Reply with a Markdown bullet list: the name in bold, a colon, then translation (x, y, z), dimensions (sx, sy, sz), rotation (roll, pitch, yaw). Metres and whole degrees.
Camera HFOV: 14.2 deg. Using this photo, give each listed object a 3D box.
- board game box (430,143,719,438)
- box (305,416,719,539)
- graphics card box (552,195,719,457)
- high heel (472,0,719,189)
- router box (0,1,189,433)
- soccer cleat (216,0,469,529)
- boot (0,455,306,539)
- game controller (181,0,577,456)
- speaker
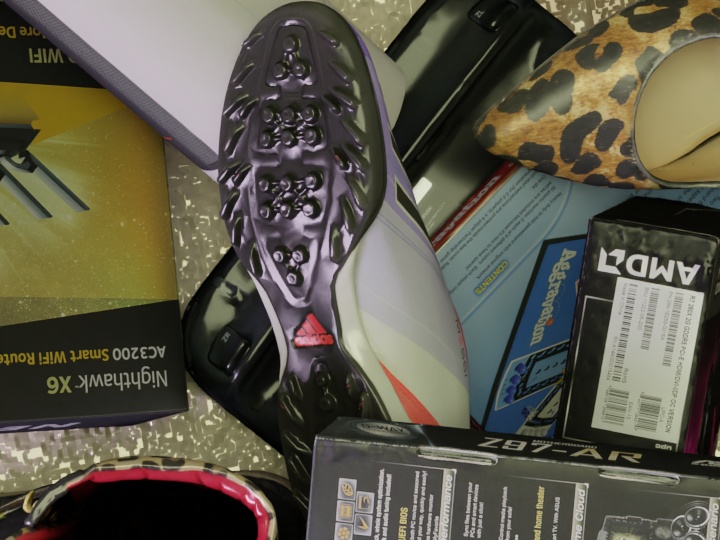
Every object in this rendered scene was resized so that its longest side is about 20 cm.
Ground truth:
- **board game box**: translation (0.105, -0.020, 1.109), dimensions (0.200, 0.019, 0.103), rotation (-45, 103, -7)
- **box**: translation (0.057, 0.157, 0.968), dimensions (0.160, 0.044, 0.201), rotation (5, 96, 10)
- **graphics card box**: translation (0.097, 0.077, 1.040), dimensions (0.051, 0.125, 0.201), rotation (9, 96, 13)
- **high heel**: translation (0.152, -0.048, 1.032), dimensions (0.199, 0.143, 0.072), rotation (-11, 119, -16)
- **router box**: translation (-0.167, -0.018, 1.060), dimensions (0.199, 0.052, 0.158), rotation (-2, 83, -31)
- **soccer cleat**: translation (0.000, 0.000, 1.041), dimensions (0.068, 0.073, 0.201), rotation (-4, 102, 34)
- **boot**: translation (-0.113, 0.110, 1.041), dimensions (0.199, 0.151, 0.073), rotation (-9, 84, -1)
- **game controller**: translation (0.022, -0.015, 1.120), dimensions (0.104, 0.042, 0.200), rotation (39, 85, -11)
- **speaker**: translation (-0.076, -0.104, 1.049), dimensions (0.200, 0.081, 0.081), rotation (41, 83, -27)
